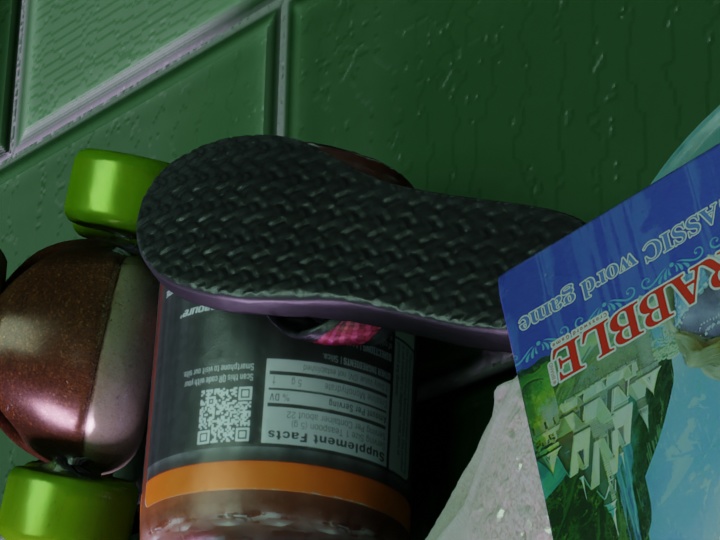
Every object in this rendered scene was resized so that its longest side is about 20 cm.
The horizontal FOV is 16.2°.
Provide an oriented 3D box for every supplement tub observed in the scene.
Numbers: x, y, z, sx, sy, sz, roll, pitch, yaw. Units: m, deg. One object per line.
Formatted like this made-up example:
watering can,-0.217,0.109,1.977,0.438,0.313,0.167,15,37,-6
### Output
supplement tub,-0.031,0.059,0.983,0.107,0.107,0.201,-20,59,45

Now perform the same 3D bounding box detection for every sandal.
sandal,0.000,0.000,0.910,0.199,0.045,0.075,14,59,34

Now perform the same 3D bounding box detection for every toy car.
toy car,-0.181,0.022,1.084,0.158,0.199,0.165,140,142,-85

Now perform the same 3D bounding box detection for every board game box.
board game box,0.141,0.040,0.692,0.200,0.041,0.200,-33,47,25

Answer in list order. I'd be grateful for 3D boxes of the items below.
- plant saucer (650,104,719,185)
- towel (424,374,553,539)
plant saucer,0.148,-0.009,0.809,0.200,0.027,0.201,-33,34,25
towel,0.071,0.134,0.781,0.200,0.034,0.133,54,127,46
